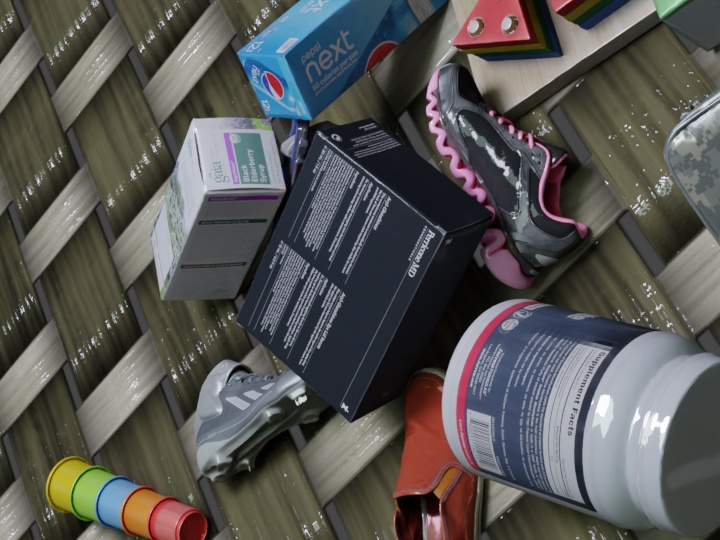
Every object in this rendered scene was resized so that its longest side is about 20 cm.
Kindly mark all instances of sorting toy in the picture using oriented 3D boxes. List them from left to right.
[{"bbox_3d":[0.146,-0.259,1.291,0.198,0.069,0.201,-33,57,33],"label":"sorting toy"}]

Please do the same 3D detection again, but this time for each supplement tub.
[{"bbox_3d":[0.170,0.104,1.107,0.200,0.140,0.141,14,87,45],"label":"supplement tub"}]

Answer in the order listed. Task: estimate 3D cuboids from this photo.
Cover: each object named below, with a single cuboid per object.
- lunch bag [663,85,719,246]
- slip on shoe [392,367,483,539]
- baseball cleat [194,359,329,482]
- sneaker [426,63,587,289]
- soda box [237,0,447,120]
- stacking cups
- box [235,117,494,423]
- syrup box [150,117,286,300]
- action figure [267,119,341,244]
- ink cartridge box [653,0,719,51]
[{"bbox_3d":[0.314,-0.096,1.019,0.200,0.168,0.140,-38,85,29],"label":"lunch bag"},{"bbox_3d":[0.058,0.174,1.252,0.074,0.061,0.201,-19,64,41],"label":"slip on shoe"},{"bbox_3d":[-0.092,0.111,1.411,0.200,0.070,0.107,-39,54,29],"label":"baseball cleat"},{"bbox_3d":[0.123,-0.089,1.256,0.095,0.079,0.201,-30,74,26],"label":"sneaker"},{"bbox_3d":[-0.012,-0.216,1.356,0.064,0.068,0.200,12,46,45],"label":"soda box"},{"bbox_3d":[-0.229,0.237,1.520,0.199,0.060,0.061,14,87,42],"label":"stacking cups"},{"bbox_3d":[0.000,0.000,1.257,0.141,0.079,0.201,41,125,23],"label":"box"},{"bbox_3d":[-0.136,-0.054,1.437,0.200,0.081,0.079,122,140,-54],"label":"syrup box"},{"bbox_3d":[-0.022,-0.050,1.401,0.194,0.104,0.201,-115,31,-42],"label":"action figure"},{"bbox_3d":[0.273,-0.294,1.167,0.146,0.084,0.201,-34,57,32],"label":"ink cartridge box"}]
